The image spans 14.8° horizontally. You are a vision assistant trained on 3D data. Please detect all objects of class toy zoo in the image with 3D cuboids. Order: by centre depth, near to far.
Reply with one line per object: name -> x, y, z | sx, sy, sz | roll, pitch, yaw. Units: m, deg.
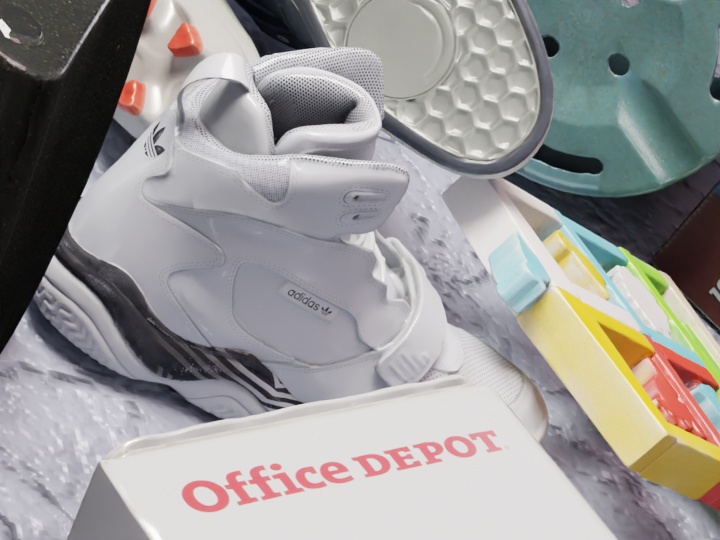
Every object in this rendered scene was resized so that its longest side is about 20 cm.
toy zoo -> 0.100, 0.031, 1.017 | 0.200, 0.020, 0.131 | 25, 27, -57

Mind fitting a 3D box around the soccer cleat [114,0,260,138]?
soccer cleat -> -0.090, -0.106, 1.021 | 0.078, 0.069, 0.200 | 39, 15, -53

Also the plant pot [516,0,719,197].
plant pot -> 0.123, -0.135, 1.163 | 0.200, 0.200, 0.196 | 40, 34, 3

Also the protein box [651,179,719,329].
protein box -> 0.271, -0.003, 1.195 | 0.200, 0.135, 0.198 | 45, 30, 11

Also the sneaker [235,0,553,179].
sneaker -> 0.007, -0.102, 1.044 | 0.202, 0.077, 0.146 | 48, 0, 17

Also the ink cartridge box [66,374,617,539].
ink cartridge box -> 0.023, 0.133, 0.745 | 0.145, 0.084, 0.200 | -8, 47, -38

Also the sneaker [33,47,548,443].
sneaker -> 0.000, 0.000, 0.912 | 0.199, 0.115, 0.075 | 22, 33, -26

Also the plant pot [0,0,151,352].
plant pot -> -0.162, -0.053, 0.745 | 0.199, 0.178, 0.200 | 34, 31, -7
